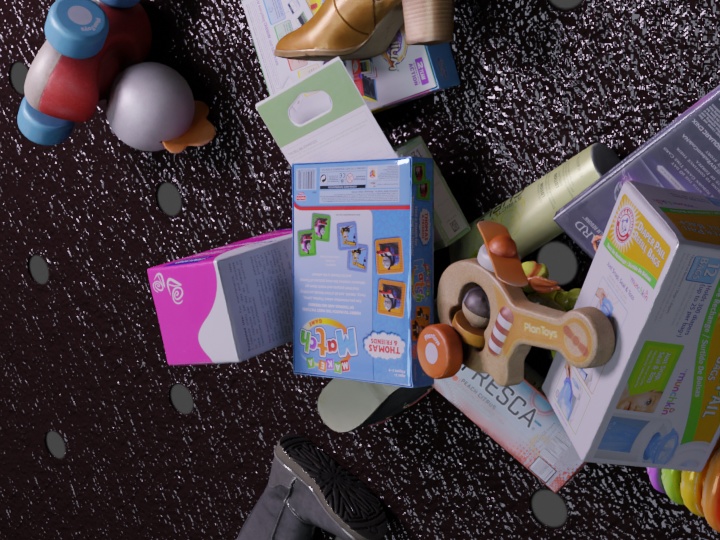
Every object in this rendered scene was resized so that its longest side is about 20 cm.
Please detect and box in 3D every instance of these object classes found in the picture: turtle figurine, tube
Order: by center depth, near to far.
[{"bbox_3d":[0.182,0.047,1.022,0.200,0.064,0.161,-18,115,44],"label":"turtle figurine"},{"bbox_3d":[0.149,-0.044,1.065,0.200,0.058,0.052,-34,93,40],"label":"tube"}]

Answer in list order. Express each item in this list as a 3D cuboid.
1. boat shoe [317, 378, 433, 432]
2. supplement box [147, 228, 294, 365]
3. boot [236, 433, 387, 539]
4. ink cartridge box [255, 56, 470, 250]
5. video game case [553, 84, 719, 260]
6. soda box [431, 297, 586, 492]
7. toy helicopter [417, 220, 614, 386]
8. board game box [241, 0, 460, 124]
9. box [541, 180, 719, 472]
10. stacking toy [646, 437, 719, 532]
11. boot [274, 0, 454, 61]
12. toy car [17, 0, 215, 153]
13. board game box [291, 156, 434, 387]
[{"bbox_3d":[0.046,0.092,1.180,0.201,0.063,0.074,-38,75,24],"label":"boat shoe"},{"bbox_3d":[-0.099,0.021,1.179,0.101,0.200,0.103,-6,100,38],"label":"supplement box"},{"bbox_3d":[-0.065,0.306,1.324,0.182,0.073,0.200,42,119,37],"label":"boot"},{"bbox_3d":[0.000,-0.099,1.129,0.145,0.048,0.200,-19,102,50],"label":"ink cartridge box"},{"bbox_3d":[0.276,-0.050,0.958,0.143,0.019,0.200,44,129,-8],"label":"video game case"},{"bbox_3d":[0.128,0.110,1.087,0.200,0.068,0.064,41,103,7],"label":"soda box"},{"bbox_3d":[0.129,0.032,0.953,0.200,0.079,0.132,12,104,56],"label":"toy helicopter"},{"bbox_3d":[-0.013,-0.223,1.143,0.200,0.040,0.153,-13,96,39],"label":"board game box"},{"bbox_3d":[0.237,0.045,0.919,0.101,0.112,0.200,-111,32,-57],"label":"box"},{"bbox_3d":[0.286,0.163,1.005,0.200,0.116,0.110,20,113,44],"label":"stacking toy"},{"bbox_3d":[0.001,-0.266,1.058,0.201,0.071,0.144,-2,95,37],"label":"boot"},{"bbox_3d":[-0.241,-0.202,1.279,0.200,0.177,0.184,31,140,-7],"label":"toy car"},{"bbox_3d":[0.000,0.000,1.075,0.151,0.037,0.200,2,92,43],"label":"board game box"}]
